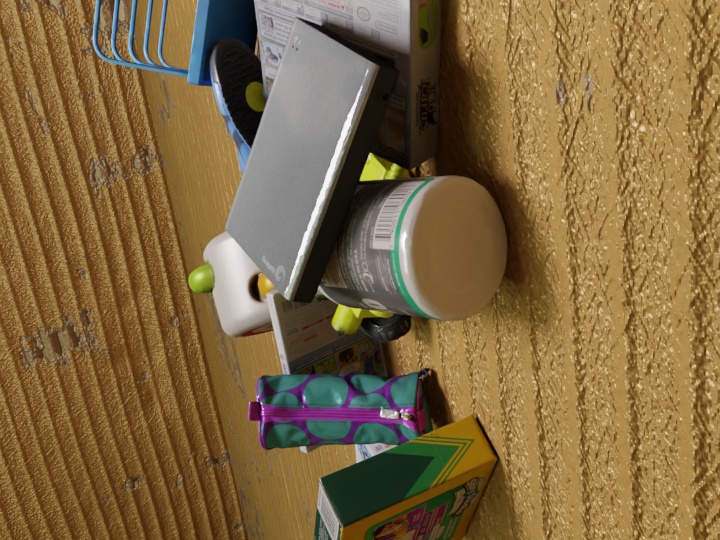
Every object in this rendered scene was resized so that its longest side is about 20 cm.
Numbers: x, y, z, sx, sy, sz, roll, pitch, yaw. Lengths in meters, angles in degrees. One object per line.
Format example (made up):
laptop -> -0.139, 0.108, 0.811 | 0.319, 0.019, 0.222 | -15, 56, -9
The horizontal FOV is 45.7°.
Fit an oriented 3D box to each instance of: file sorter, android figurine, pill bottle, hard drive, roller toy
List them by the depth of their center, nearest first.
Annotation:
hard drive -> -0.047, -0.094, 0.718 | 0.139, 0.033, 0.203 | 42, 118, 47
pill bottle -> 0.020, -0.022, 0.737 | 0.199, 0.112, 0.115 | 5, 111, 54
android figurine -> 0.000, -0.038, 0.889 | 0.183, 0.041, 0.202 | 54, 133, 41
file sorter -> -0.191, -0.279, 0.929 | 0.200, 0.121, 0.141 | -57, -23, -77
roller toy -> -0.106, 0.012, 1.130 | 0.198, 0.181, 0.142 | -22, 82, 38

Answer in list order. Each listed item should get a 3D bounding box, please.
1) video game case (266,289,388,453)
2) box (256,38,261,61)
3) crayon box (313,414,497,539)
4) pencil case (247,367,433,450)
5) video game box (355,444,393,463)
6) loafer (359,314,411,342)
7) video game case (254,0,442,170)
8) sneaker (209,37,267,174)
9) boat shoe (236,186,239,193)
video game case -> -0.033, 0.102, 1.044 | 0.018, 0.142, 0.203 | 7, 113, 52
box -> -0.100, -0.272, 0.983 | 0.145, 0.036, 0.203 | 121, 157, -67
crayon box -> 0.040, 0.249, 0.887 | 0.059, 0.170, 0.201 | 58, 156, 32
pencil case -> -0.019, 0.155, 0.952 | 0.092, 0.196, 0.087 | 23, -115, -81
video game box -> 0.048, 0.332, 1.149 | 0.182, 0.046, 0.203 | -132, 31, -52
loafer -> 0.000, 0.000, 0.965 | 0.202, 0.067, 0.071 | -119, 6, -46
video game case -> -0.016, -0.209, 0.764 | 0.199, 0.045, 0.184 | 29, 136, 34
sneaker -> -0.114, -0.141, 0.896 | 0.078, 0.066, 0.202 | 3, 126, 51
boat shoe -> -0.117, -0.129, 1.168 | 0.074, 0.073, 0.202 | -42, 27, 30
